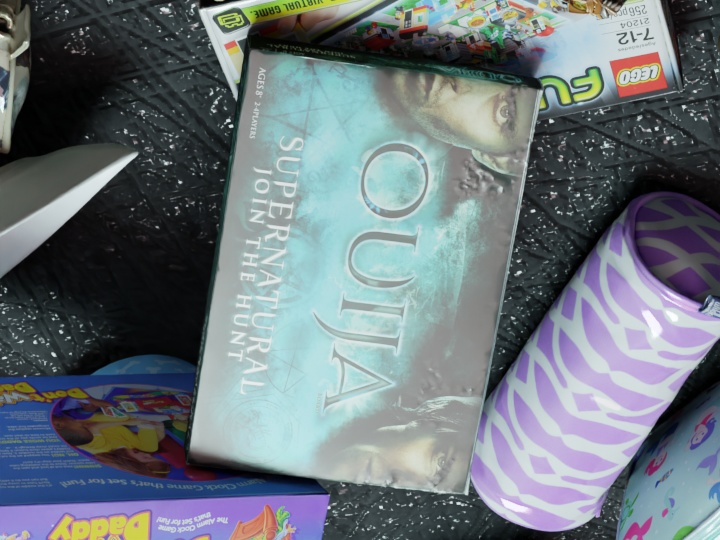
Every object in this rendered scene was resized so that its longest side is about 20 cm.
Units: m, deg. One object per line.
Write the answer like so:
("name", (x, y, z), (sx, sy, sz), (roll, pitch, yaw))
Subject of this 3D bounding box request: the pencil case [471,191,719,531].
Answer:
("pencil case", (0.126, 0.047, 1.478), (0.085, 0.084, 0.200), (8, 139, -27))

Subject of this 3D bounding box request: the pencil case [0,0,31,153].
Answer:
("pencil case", (-0.243, -0.109, 1.316), (0.199, 0.078, 0.090), (10, 142, -11))

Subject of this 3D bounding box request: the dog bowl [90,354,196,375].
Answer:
("dog bowl", (-0.115, 0.130, 1.548), (0.111, 0.050, 0.201), (-6, 126, -22))

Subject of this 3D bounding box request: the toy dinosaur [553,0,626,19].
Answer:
("toy dinosaur", (0.070, -0.195, 1.223), (0.135, 0.102, 0.200), (-20, 136, 34))

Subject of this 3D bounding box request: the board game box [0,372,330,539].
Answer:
("board game box", (-0.133, 0.096, 1.389), (0.199, 0.134, 0.045), (0, 113, -27))

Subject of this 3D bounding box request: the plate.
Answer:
("plate", (-0.219, 0.014, 1.366), (0.032, 0.199, 0.200), (54, 139, 1))

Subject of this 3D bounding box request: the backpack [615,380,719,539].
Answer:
("backpack", (0.218, 0.137, 1.483), (0.150, 0.200, 0.177), (35, 127, -19))

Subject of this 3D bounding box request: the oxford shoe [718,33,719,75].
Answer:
("oxford shoe", (0.201, -0.147, 1.294), (0.072, 0.085, 0.200), (-18, 161, -26))

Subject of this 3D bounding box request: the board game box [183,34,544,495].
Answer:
("board game box", (0.000, 0.000, 1.356), (0.135, 0.028, 0.201), (7, 109, -8))

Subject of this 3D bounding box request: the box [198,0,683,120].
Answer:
("box", (0.038, -0.110, 1.347), (0.199, 0.035, 0.110), (-12, 135, 11))
